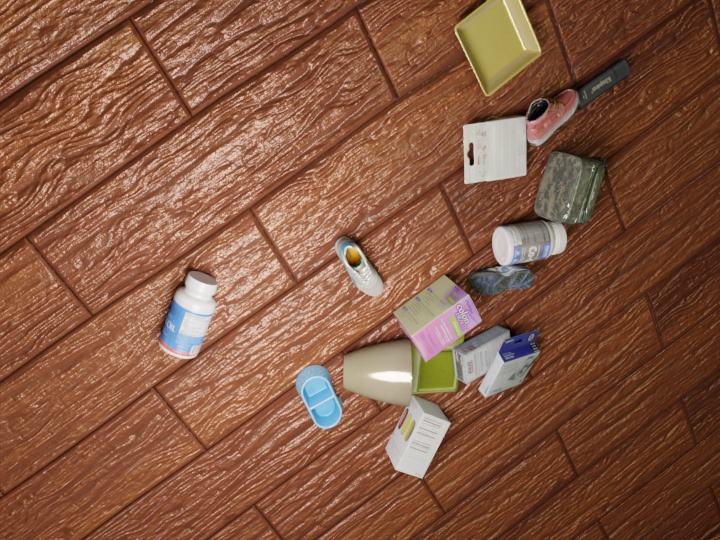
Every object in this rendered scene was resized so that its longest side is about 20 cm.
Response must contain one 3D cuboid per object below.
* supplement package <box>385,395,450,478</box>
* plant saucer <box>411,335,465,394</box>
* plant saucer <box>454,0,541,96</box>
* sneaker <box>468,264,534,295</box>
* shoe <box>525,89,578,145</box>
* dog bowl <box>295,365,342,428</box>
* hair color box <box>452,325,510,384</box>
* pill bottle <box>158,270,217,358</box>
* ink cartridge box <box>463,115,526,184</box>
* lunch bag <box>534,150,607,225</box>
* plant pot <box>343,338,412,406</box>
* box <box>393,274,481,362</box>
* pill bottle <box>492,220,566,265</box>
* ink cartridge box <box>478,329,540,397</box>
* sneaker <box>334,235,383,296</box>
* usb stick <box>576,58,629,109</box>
[{"bbox_3d":[0.179,0.521,1.654,0.107,0.114,0.206,22,99,-21],"label":"supplement package"},{"bbox_3d":[0.236,0.300,1.638,0.192,0.048,0.208,0,106,-15],"label":"plant saucer"},{"bbox_3d":[0.359,-0.609,1.395,0.198,0.048,0.203,-37,112,-3],"label":"plant saucer"},{"bbox_3d":[0.424,0.024,1.596,0.191,0.078,0.079,-2,112,5],"label":"sneaker"},{"bbox_3d":[0.531,-0.449,1.453,0.201,0.071,0.091,-47,141,-6],"label":"shoe"},{"bbox_3d":[-0.119,0.383,1.566,0.108,0.050,0.206,-25,111,-6],"label":"dog bowl"},{"bbox_3d":[0.379,0.259,1.628,0.195,0.060,0.103,-21,112,-28],"label":"hair color box"},{"bbox_3d":[-0.442,0.112,1.364,0.109,0.112,0.206,20,100,-19],"label":"pill bottle"},{"bbox_3d":[0.375,-0.341,1.484,0.192,0.050,0.167,-9,109,-9],"label":"ink cartridge box"},{"bbox_3d":[0.628,-0.241,1.539,0.162,0.138,0.208,2,108,-32],"label":"lunch bag"},{"bbox_3d":[0.046,0.296,1.529,0.191,0.188,0.195,1,107,-1],"label":"plant pot"},{"bbox_3d":[0.217,0.133,1.513,0.197,0.176,0.098,-36,112,-2],"label":"box"},{"bbox_3d":[0.501,-0.086,1.557,0.192,0.114,0.118,-9,109,-12],"label":"pill bottle"},{"bbox_3d":[0.476,0.290,1.638,0.194,0.041,0.206,-8,128,-37],"label":"ink cartridge box"},{"bbox_3d":[0.000,0.000,1.466,0.076,0.081,0.201,-40,113,-1],"label":"sneaker"},{"bbox_3d":[0.693,-0.538,1.516,0.196,0.033,0.056,-34,113,-3],"label":"usb stick"}]
